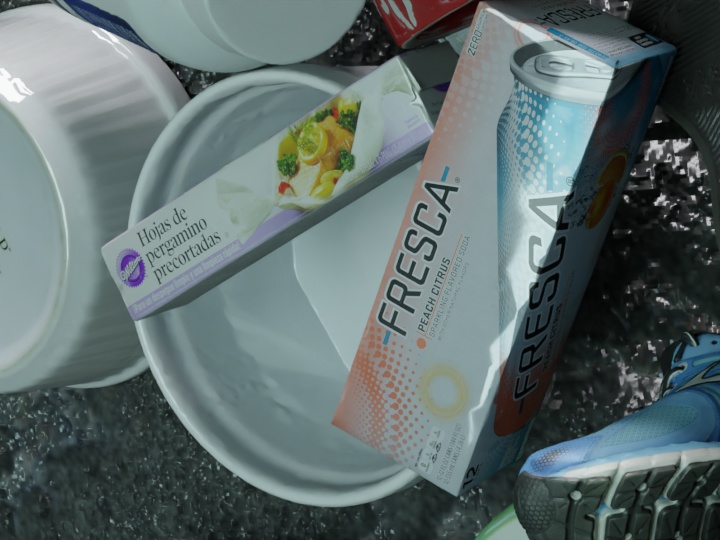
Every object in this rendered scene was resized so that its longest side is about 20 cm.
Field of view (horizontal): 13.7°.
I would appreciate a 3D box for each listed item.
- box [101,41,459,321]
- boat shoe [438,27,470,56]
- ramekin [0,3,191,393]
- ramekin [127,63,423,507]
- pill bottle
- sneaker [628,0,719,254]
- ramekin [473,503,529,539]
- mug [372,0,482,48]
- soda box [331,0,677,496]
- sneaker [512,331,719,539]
[{"bbox_3d":[-0.032,-0.037,1.294,0.200,0.041,0.039,-31,82,39],"label":"box"},{"bbox_3d":[0.019,-0.171,1.338,0.074,0.065,0.202,-33,81,38],"label":"boat shoe"},{"bbox_3d":[-0.174,-0.030,1.503,0.202,0.094,0.203,11,108,35],"label":"ramekin"},{"bbox_3d":[0.000,0.000,1.372,0.200,0.105,0.201,10,107,36],"label":"ramekin"},{"bbox_3d":[-0.074,-0.150,1.340,0.200,0.111,0.111,28,121,59],"label":"pill bottle"},{"bbox_3d":[0.192,-0.041,1.204,0.084,0.120,0.200,-53,40,34],"label":"sneaker"},{"bbox_3d":[0.131,0.171,1.319,0.199,0.098,0.201,10,107,35],"label":"ramekin"},{"bbox_3d":[0.030,-0.209,1.200,0.177,0.133,0.201,-28,87,55],"label":"mug"},{"bbox_3d":[0.057,-0.012,1.224,0.068,0.064,0.201,28,115,22],"label":"soda box"},{"bbox_3d":[0.139,0.073,1.237,0.090,0.199,0.079,49,136,36],"label":"sneaker"}]
